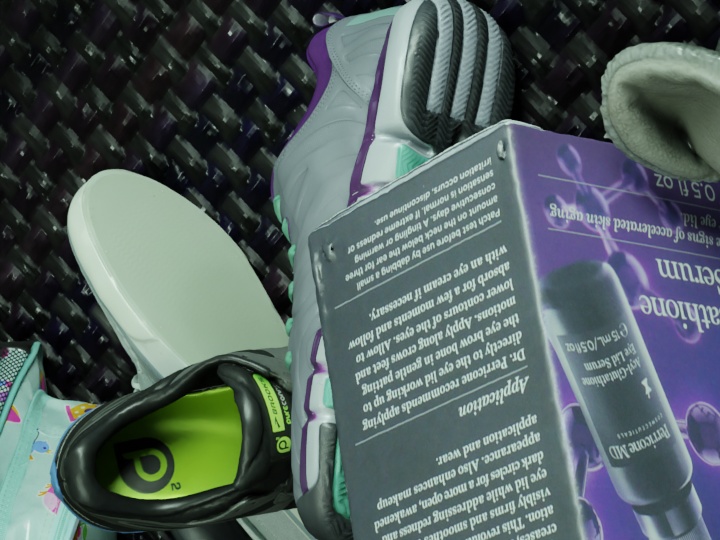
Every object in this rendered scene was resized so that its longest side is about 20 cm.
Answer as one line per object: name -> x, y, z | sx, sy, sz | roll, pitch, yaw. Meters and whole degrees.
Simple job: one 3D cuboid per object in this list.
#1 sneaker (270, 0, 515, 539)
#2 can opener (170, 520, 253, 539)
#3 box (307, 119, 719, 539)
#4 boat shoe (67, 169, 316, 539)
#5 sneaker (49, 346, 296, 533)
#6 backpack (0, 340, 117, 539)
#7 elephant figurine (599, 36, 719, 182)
sneaker -> 0.000, 0.000, 0.947 | 0.087, 0.074, 0.201 | 4, 79, 49
can opener -> -0.021, 0.162, 1.127 | 0.200, 0.079, 0.063 | 48, 174, 8
box -> 0.080, 0.069, 0.852 | 0.104, 0.147, 0.201 | -28, 64, 42
boat shoe -> -0.061, 0.052, 1.069 | 0.201, 0.070, 0.071 | 51, 132, -3
sneaker -> -0.021, 0.060, 0.982 | 0.199, 0.083, 0.071 | -15, 89, -1
backpack -> -0.188, 0.142, 1.136 | 0.153, 0.200, 0.177 | 15, 125, 11
elephant figurine -> 0.146, -0.060, 0.801 | 0.200, 0.141, 0.156 | 133, 128, -59
